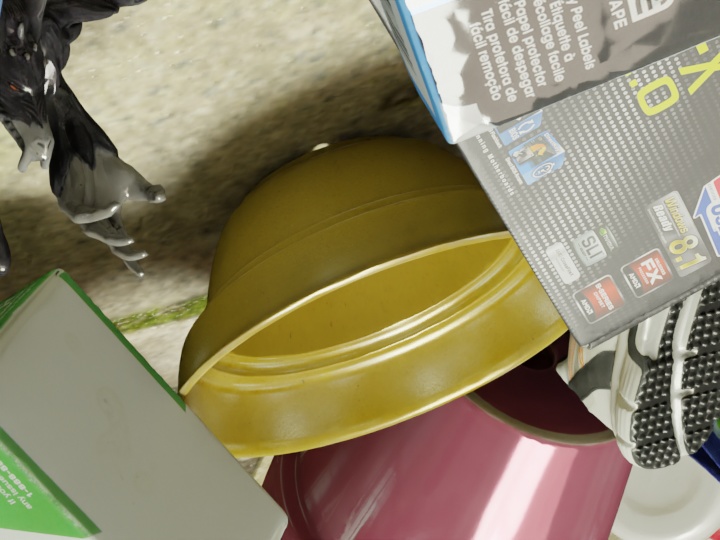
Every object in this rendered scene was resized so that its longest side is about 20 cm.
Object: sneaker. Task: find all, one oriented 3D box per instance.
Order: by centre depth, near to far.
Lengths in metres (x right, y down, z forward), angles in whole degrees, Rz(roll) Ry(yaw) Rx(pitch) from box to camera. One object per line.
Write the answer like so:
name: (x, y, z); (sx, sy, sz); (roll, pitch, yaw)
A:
sneaker: (0.127, -0.013, 0.791); (0.073, 0.080, 0.201); (-6, 118, -31)

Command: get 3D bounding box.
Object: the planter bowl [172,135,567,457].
planter bowl: (0.000, 0.000, 0.758); (0.200, 0.084, 0.201); (-19, 159, -8)

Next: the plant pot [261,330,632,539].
plant pot: (0.060, 0.103, 0.940); (0.199, 0.200, 0.179); (-7, 139, -33)

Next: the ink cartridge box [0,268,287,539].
ink cartridge box: (-0.153, 0.107, 0.727); (0.200, 0.147, 0.083); (-26, -158, 39)

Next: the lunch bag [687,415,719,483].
lunch bag: (0.226, 0.021, 0.867); (0.169, 0.201, 0.128); (-10, 155, -30)

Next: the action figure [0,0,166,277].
action figure: (-0.121, -0.026, 0.557); (0.119, 0.102, 0.200); (-24, 164, -36)

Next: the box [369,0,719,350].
box: (0.104, -0.080, 0.600); (0.160, 0.044, 0.200); (-28, 132, 8)

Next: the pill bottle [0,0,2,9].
pill bottle: (-0.140, -0.051, 0.404); (0.112, 0.112, 0.200); (-9, 139, -29)

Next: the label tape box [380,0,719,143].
label tape box: (0.088, -0.137, 0.474); (0.199, 0.066, 0.144); (-21, 133, 3)

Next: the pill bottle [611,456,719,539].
pill bottle: (0.245, 0.163, 1.339); (0.112, 0.113, 0.200); (-27, 158, 14)
